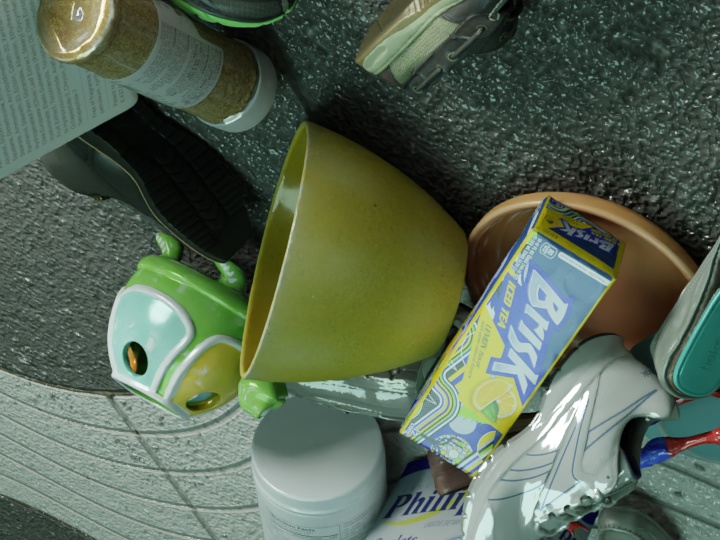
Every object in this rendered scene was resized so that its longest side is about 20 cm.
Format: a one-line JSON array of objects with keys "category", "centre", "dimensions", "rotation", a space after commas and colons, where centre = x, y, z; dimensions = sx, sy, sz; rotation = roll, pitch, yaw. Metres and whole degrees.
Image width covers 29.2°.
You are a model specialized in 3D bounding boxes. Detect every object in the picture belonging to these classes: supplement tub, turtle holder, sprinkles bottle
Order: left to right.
[{"category": "sprinkles bottle", "centre": [-0.138, -0.152, 0.973], "dimensions": [0.068, 0.069, 0.200], "rotation": [8, 176, 30]}, {"category": "turtle holder", "centre": [-0.137, 0.068, 1.224], "dimensions": [0.185, 0.132, 0.141], "rotation": [29, 166, 7]}, {"category": "supplement tub", "centre": [-0.037, 0.230, 1.371], "dimensions": [0.131, 0.132, 0.201], "rotation": [18, 140, 19]}]

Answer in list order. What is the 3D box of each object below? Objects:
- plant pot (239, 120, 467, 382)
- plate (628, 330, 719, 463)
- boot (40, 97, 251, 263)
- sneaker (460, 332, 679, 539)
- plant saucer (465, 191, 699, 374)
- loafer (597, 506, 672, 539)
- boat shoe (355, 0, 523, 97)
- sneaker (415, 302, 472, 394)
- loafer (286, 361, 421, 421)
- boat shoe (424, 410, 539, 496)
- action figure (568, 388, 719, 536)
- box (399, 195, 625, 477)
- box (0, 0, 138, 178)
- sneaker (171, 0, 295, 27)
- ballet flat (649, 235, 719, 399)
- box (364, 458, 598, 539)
[{"category": "plant pot", "centre": [0.000, 0.000, 1.056], "dimensions": [0.141, 0.201, 0.200], "rotation": [13, 145, -9]}, {"category": "plate", "centre": [0.289, 0.102, 1.032], "dimensions": [0.199, 0.026, 0.201], "rotation": [10, 143, 7]}, {"category": "boot", "centre": [-0.191, -0.073, 1.201], "dimensions": [0.200, 0.077, 0.138], "rotation": [48, 148, -2]}, {"category": "sneaker", "centre": [0.144, 0.143, 0.973], "dimensions": [0.087, 0.200, 0.074], "rotation": [39, -170, 32]}, {"category": "plant saucer", "centre": [0.175, 0.013, 1.046], "dimensions": [0.199, 0.038, 0.201], "rotation": [20, 143, 16]}, {"category": "loafer", "centre": [0.259, 0.294, 1.262], "dimensions": [0.070, 0.070, 0.200], "rotation": [0, 133, 37]}, {"category": "boat shoe", "centre": [0.074, -0.173, 0.887], "dimensions": [0.066, 0.072, 0.201], "rotation": [34, 145, -19]}, {"category": "sneaker", "centre": [0.079, 0.098, 1.154], "dimensions": [0.074, 0.079, 0.200], "rotation": [34, 163, 20]}, {"category": "loafer", "centre": [-0.022, 0.102, 1.265], "dimensions": [0.199, 0.070, 0.070], "rotation": [9, 131, 29]}, {"category": "boat shoe", "centre": [0.145, 0.154, 1.122], "dimensions": [0.199, 0.072, 0.072], "rotation": [2, 155, -27]}, {"category": "action figure", "centre": [0.191, 0.144, 1.040], "dimensions": [0.199, 0.066, 0.099], "rotation": [-21, 149, 27]}, {"category": "box", "centre": [0.108, 0.050, 0.992], "dimensions": [0.070, 0.064, 0.200], "rotation": [31, 120, 1]}, {"category": "box", "centre": [-0.290, -0.201, 0.982], "dimensions": [0.199, 0.171, 0.201], "rotation": [41, 150, 30]}, {"category": "sneaker", "centre": [-0.119, -0.245, 0.935], "dimensions": [0.200, 0.077, 0.084], "rotation": [44, 146, -16]}, {"category": "ballet flat", "centre": [0.254, -0.005, 0.927], "dimensions": [0.067, 0.064, 0.201], "rotation": [21, 113, -16]}, {"category": "box", "centre": [0.091, 0.270, 1.263], "dimensions": [0.184, 0.200, 0.105], "rotation": [-18, 120, 47]}]
